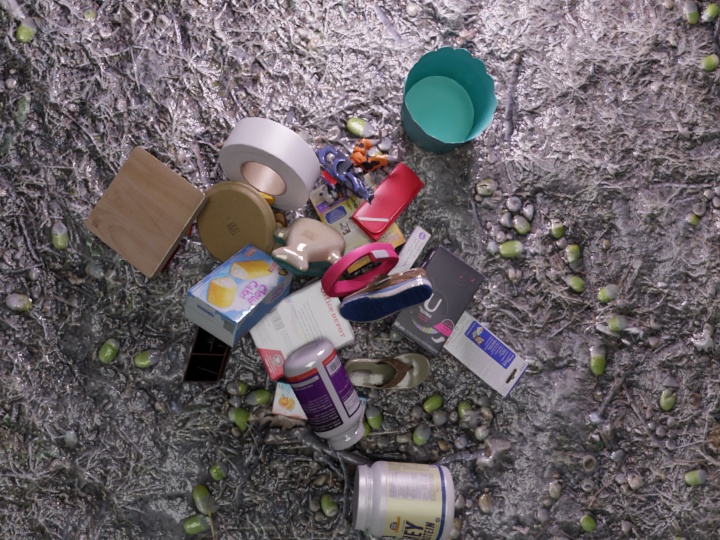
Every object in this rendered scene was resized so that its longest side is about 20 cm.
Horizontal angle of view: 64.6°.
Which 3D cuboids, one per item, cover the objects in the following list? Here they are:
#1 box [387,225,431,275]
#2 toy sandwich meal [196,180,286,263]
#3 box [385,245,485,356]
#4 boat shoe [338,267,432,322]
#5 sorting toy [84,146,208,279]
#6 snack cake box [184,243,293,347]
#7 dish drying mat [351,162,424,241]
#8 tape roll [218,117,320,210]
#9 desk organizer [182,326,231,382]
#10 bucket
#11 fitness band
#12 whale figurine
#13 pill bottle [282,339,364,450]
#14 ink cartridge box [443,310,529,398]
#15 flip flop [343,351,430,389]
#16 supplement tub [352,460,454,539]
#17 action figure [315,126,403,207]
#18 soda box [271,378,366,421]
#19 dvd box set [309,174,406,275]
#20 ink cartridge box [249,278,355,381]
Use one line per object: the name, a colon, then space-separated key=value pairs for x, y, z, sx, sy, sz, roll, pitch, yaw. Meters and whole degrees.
box: x=0.086 y=-0.004 z=1.257 sx=0.038 sy=0.041 sz=0.202 roll=33 pitch=87 yaw=-3
toy sandwich meal: x=-0.250 y=-0.098 z=1.205 sx=0.200 sy=0.070 sz=0.210 roll=5 pitch=111 yaw=13
box: x=0.158 y=0.065 z=1.228 sx=0.121 sy=0.106 sz=0.202 roll=32 pitch=85 yaw=-4
boat shoe: x=0.049 y=0.048 z=1.166 sx=0.196 sy=0.073 sz=0.073 roll=-14 pitch=130 yaw=9
sorting toy: x=-0.433 y=-0.116 z=1.183 sx=0.198 sy=0.070 sz=0.201 roll=34 pitch=89 yaw=14
snack cake box: x=-0.229 y=0.043 z=1.094 sx=0.114 sy=0.200 sz=0.068 roll=28 pitch=127 yaw=10
dish drying mat: x=0.062 y=-0.152 z=1.229 sx=0.077 sy=0.018 sz=0.201 roll=41 pitch=61 yaw=-1
tape roll: x=-0.183 y=-0.212 z=1.156 sx=0.199 sy=0.203 sz=0.072 roll=24 pitch=64 yaw=-3
desk organizer: x=-0.301 y=0.138 z=1.172 sx=0.070 sy=0.077 sz=0.204 roll=19 pitch=104 yaw=-4
bucket: x=0.182 y=-0.360 z=1.229 sx=0.202 sy=0.135 sz=0.212 roll=0 pitch=89 yaw=-5
fitness band: x=0.000 y=0.000 z=1.154 sx=0.143 sy=0.199 sz=0.038 roll=-40 pitch=73 yaw=24
whale figurine: x=-0.111 y=-0.029 z=1.137 sx=0.157 sy=0.200 sz=0.105 roll=25 pitch=116 yaw=7
pill bottle: x=-0.067 y=0.248 z=1.129 sx=0.111 sy=0.112 sz=0.203 roll=-26 pitch=100 yaw=-5
ink cartridge box: x=0.271 y=0.183 z=1.270 sx=0.199 sy=0.037 sz=0.095 roll=39 pitch=85 yaw=0
flip flop: x=0.057 y=0.221 z=1.238 sx=0.195 sy=0.058 sz=0.083 roll=0 pitch=88 yaw=-5
supplement tub: x=0.087 y=0.479 z=1.189 sx=0.195 sy=0.145 sz=0.149 roll=5 pitch=88 yaw=-4
action figure: x=0.003 y=-0.197 z=1.192 sx=0.192 sy=0.105 sz=0.201 roll=-34 pitch=56 yaw=-1
soda box: x=-0.089 y=0.284 z=1.221 sx=0.196 sy=0.064 sz=0.070 roll=12 pitch=87 yaw=-5
dvd box set: x=-0.009 y=-0.112 z=1.240 sx=0.144 sy=0.029 sz=0.202 roll=-29 pitch=81 yaw=-5
ink cartridge box: x=-0.128 y=0.122 z=1.212 sx=0.197 sy=0.086 sz=0.150 roll=-24 pitch=90 yaw=-7
